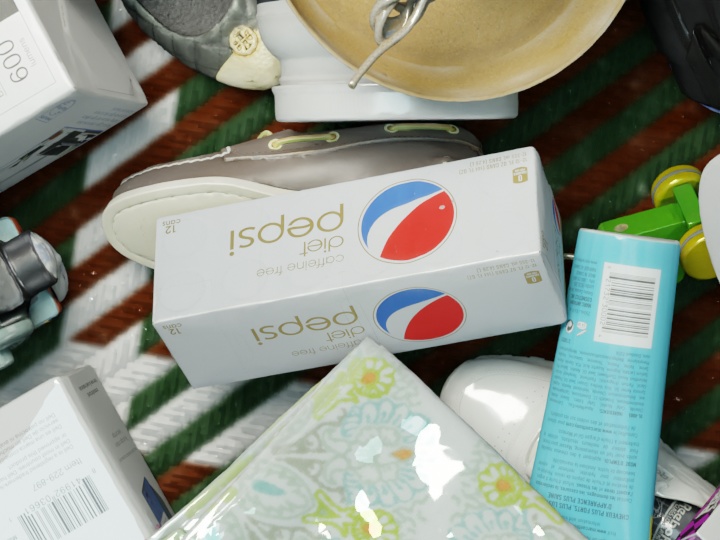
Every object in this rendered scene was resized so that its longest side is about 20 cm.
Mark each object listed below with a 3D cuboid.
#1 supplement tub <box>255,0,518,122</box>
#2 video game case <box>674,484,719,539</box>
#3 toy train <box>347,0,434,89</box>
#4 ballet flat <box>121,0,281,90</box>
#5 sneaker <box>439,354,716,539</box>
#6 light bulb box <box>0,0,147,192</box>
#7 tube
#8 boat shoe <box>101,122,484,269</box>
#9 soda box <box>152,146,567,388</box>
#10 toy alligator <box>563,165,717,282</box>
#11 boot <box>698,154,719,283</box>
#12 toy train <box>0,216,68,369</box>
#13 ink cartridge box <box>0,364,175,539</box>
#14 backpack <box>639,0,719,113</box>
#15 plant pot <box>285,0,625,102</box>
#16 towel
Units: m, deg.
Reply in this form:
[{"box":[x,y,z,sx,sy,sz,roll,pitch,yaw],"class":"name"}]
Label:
[{"box":[0.017,-0.175,1.279,0.140,0.140,0.201,-1,93,3],"class":"supplement tub"},{"box":[0.282,0.142,1.292,0.200,0.036,0.181,44,63,0],"class":"video game case"},{"box":[0.025,-0.192,1.141,0.116,0.085,0.200,45,79,-4],"class":"toy train"},{"box":[-0.111,-0.168,1.328,0.066,0.057,0.200,-44,90,4],"class":"ballet flat"},{"box":[0.130,0.108,1.319,0.200,0.081,0.077,32,96,3],"class":"sneaker"},{"box":[-0.248,-0.121,1.285,0.200,0.125,0.199,-30,83,11],"class":"light bulb box"},{"box":[0.119,0.081,1.270,0.077,0.050,0.201,10,92,28],"class":"tube"},{"box":[-0.033,-0.041,1.329,0.199,0.060,0.072,-4,137,7],"class":"boat shoe"},{"box":[0.000,0.000,1.274,0.199,0.064,0.068,-11,52,13],"class":"soda box"},{"box":[0.168,-0.014,1.325,0.199,0.059,0.054,-21,132,4],"class":"toy alligator"},{"box":[0.250,0.015,1.275,0.095,0.073,0.201,-31,93,-33],"class":"boot"},{"box":[-0.241,0.037,1.319,0.199,0.114,0.085,-30,89,3],"class":"toy train"},{"box":[-0.159,0.172,1.336,0.145,0.088,0.200,-30,89,5],"class":"ink cartridge box"},{"box":[0.213,-0.184,1.249,0.146,0.183,0.201,-16,100,-17],"class":"backpack"},{"box":[0.041,-0.179,1.199,0.199,0.027,0.201,-1,94,-18],"class":"plant pot"},{"box":[0.015,0.153,1.224,0.200,0.048,0.171,44,72,8],"class":"towel"}]
